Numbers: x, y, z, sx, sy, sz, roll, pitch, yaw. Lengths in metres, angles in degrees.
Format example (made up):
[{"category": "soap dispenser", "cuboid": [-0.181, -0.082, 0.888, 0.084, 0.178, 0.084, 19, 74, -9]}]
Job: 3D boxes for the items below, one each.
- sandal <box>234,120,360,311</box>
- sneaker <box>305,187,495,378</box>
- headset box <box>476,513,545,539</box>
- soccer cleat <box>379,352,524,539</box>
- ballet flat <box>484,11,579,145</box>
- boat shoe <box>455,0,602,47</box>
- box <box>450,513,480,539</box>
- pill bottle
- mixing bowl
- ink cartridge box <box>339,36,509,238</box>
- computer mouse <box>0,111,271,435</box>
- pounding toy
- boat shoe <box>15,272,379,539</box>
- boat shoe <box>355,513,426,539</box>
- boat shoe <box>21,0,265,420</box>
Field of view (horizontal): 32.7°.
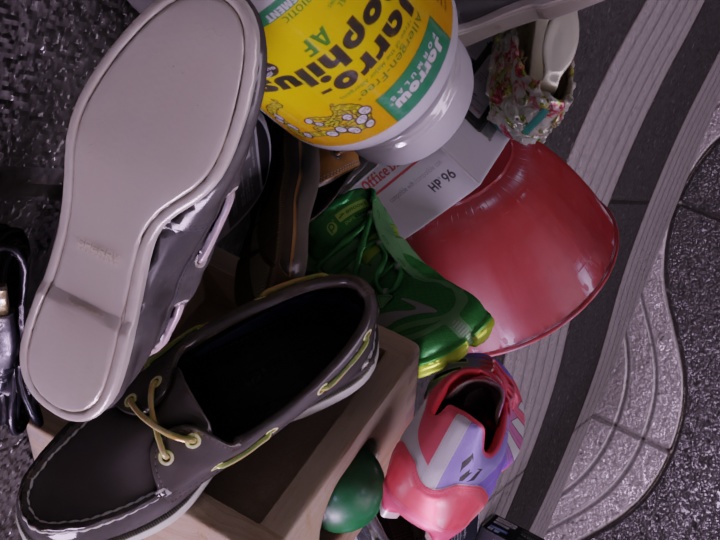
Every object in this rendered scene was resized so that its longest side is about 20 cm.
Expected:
[{"category": "sandal", "cuboid": [-0.027, -0.054, 0.693, 0.082, 0.054, 0.202, 126, -23, -43]}, {"category": "sneaker", "cuboid": [0.000, 0.000, 0.745, 0.074, 0.199, 0.084, -37, 130, -19]}, {"category": "headset box", "cuboid": [0.246, 0.531, 1.990, 0.093, 0.172, 0.203, -9, 122, -68]}, {"category": "soccer cleat", "cuboid": [0.064, 0.079, 0.680, 0.077, 0.066, 0.200, -62, 172, 22]}, {"category": "ballet flat", "cuboid": [0.126, -0.182, 0.820, 0.064, 0.074, 0.204, 154, -56, -63]}, {"category": "boat shoe", "cuboid": [0.064, -0.173, 0.765, 0.067, 0.197, 0.058, 8, 67, -80]}, {"category": "box", "cuboid": [-0.002, 0.246, 1.057, 0.201, 0.146, 0.105, -55, 157, -32]}, {"category": "pill bottle", "cuboid": [-0.020, -0.125, 0.585, 0.200, 0.112, 0.114, 34, 80, -58]}, {"category": "mixing bowl", "cuboid": [0.094, -0.041, 0.969, 0.201, 0.198, 0.109, -54, 131, -32]}, {"category": "ink cartridge box", "cuboid": [0.059, -0.099, 0.872, 0.201, 0.068, 0.116, -54, -170, -31]}, {"category": "computer mouse", "cuboid": [-0.118, -0.018, 0.610, 0.200, 0.043, 0.111, -45, 147, -36]}, {"category": "pounding toy", "cuboid": [-0.061, 0.124, 0.681, 0.185, 0.198, 0.144, -50, 156, -37]}, {"category": "boat shoe", "cuboid": [-0.078, 0.063, 0.583, 0.200, 0.072, 0.061, -32, 162, -16]}, {"category": "boat shoe", "cuboid": [0.012, 0.116, 0.782, 0.071, 0.203, 0.071, -16, 173, -40]}, {"category": "boat shoe", "cuboid": [-0.089, -0.030, 0.512, 0.202, 0.066, 0.057, -63, 174, 24]}]
